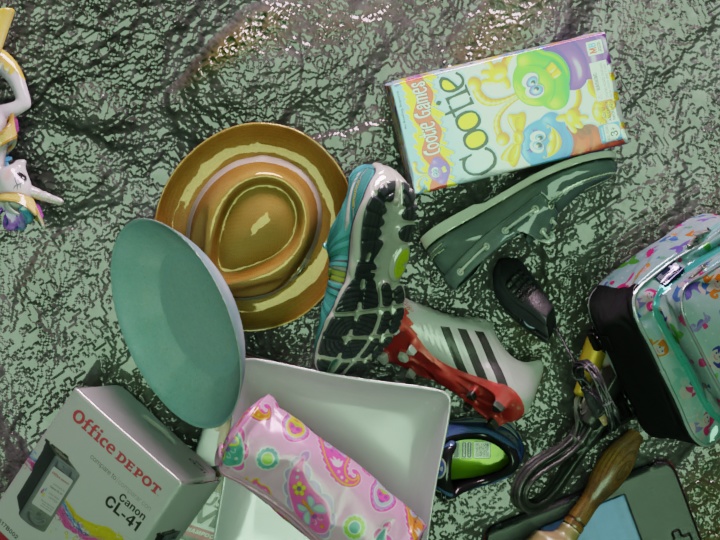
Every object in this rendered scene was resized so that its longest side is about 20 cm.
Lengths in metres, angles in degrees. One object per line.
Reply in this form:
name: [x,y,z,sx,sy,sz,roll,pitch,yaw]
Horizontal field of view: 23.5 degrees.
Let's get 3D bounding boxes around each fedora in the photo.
fedora: [-0.099,-0.036,1.598,0.198,0.082,0.203,0,96,-1]

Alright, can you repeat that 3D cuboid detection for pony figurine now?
pony figurine: [-0.377,-0.120,1.561,0.191,0.167,0.202,-11,81,-8]

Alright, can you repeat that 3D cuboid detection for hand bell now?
hand bell: [0.206,0.234,1.629,0.104,0.104,0.201,39,79,-5]

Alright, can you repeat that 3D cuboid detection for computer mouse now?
computer mouse: [0.175,0.069,1.593,0.034,0.059,0.201,-25,59,-14]

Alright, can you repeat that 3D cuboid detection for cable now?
cable: [0.210,0.145,1.636,0.097,0.050,0.201,35,88,-38]

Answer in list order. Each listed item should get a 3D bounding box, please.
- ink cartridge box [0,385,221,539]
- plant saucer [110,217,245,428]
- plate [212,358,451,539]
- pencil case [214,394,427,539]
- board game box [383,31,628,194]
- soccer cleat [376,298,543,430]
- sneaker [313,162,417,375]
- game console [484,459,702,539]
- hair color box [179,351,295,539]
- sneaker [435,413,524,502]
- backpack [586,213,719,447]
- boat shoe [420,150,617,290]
ink cartridge box: [-0.248,0.227,1.593,0.147,0.085,0.201,38,102,18]
plant saucer: [-0.156,0.043,1.573,0.038,0.200,0.203,-24,98,-34]
plate: [-0.027,0.191,1.582,0.198,0.032,0.202,9,97,5]
pencil case: [-0.035,0.200,1.525,0.199,0.087,0.088,39,94,2]
board game box: [0.131,-0.144,1.584,0.198,0.103,0.106,-14,96,0]
soccer cleat: [0.081,0.068,1.630,0.199,0.069,0.085,34,55,11]
sneaker: [0.000,0.000,1.576,0.077,0.080,0.202,7,107,-31]
game console: [0.238,0.298,1.673,0.198,0.031,0.179,-21,97,0]
hair color box: [-0.110,0.184,1.634,0.098,0.061,0.202,18,95,-3]
sneaker: [0.058,0.173,1.623,0.198,0.089,0.080,-6,95,-1]
backpack: [0.329,0.042,1.578,0.199,0.150,0.179,-35,104,-29]
boat shoe: [0.155,-0.047,1.606,0.198,0.073,0.062,-26,78,9]
